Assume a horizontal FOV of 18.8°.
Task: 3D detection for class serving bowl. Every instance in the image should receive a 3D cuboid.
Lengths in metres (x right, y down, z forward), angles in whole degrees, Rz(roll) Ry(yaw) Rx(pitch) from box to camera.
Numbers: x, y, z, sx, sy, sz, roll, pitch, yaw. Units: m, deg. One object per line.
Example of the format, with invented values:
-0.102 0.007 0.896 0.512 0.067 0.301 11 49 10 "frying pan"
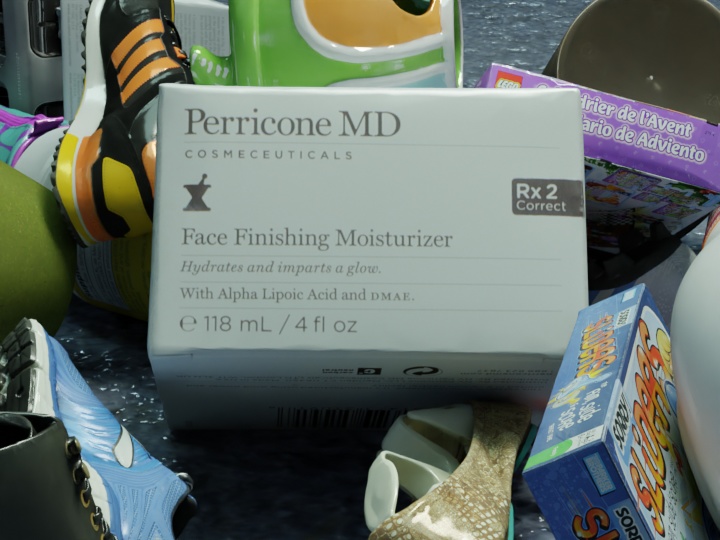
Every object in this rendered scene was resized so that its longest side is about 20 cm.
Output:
0.177 0.077 0.883 0.066 0.200 0.200 -26 9 18 "serving bowl"

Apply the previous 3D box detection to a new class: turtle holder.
-0.011 -0.103 1.153 0.132 0.186 0.141 -2 36 6 "turtle holder"

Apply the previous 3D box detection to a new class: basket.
0.169 -0.094 1.350 0.180 0.136 0.200 -29 -10 -4 "basket"

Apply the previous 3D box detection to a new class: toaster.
-0.238 -0.167 1.645 0.119 0.181 0.200 -11 21 -32 "toaster"

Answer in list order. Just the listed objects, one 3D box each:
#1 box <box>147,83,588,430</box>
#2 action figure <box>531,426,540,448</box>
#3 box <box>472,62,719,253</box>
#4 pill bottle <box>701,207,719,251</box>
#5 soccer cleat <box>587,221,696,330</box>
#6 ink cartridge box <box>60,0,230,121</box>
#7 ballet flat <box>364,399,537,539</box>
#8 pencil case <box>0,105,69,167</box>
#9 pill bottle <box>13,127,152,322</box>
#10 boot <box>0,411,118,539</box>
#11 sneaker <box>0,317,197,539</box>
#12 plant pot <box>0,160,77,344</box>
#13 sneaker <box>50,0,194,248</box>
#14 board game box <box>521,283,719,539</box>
0.000 0.000 1.055 0.199 0.131 0.200 0 -14 -2 "box"
0.181 0.073 1.059 0.200 0.065 0.099 -8 6 -27 "action figure"
0.114 -0.056 1.184 0.137 0.039 0.200 14 -10 -6 "box"
0.262 -0.019 1.302 0.109 0.110 0.200 4 17 11 "pill bottle"
0.135 0.030 1.228 0.070 0.086 0.200 -33 7 -21 "soccer cleat"
-0.108 -0.110 1.498 0.200 0.160 0.047 6 19 16 "ink cartridge box"
0.038 0.093 0.967 0.065 0.071 0.200 34 16 -3 "ballet flat"
-0.255 -0.082 1.513 0.085 0.093 0.200 -15 24 -33 "pencil case"
-0.112 -0.024 1.289 0.200 0.114 0.114 15 22 39 "pill bottle"
-0.089 0.107 0.805 0.200 0.139 0.077 -13 21 -42 "boot"
-0.126 0.096 0.949 0.089 0.079 0.200 34 14 -35 "sneaker"
-0.261 -0.010 1.169 0.200 0.187 0.187 9 9 -35 "plant pot"
-0.111 -0.099 1.231 0.090 0.070 0.200 -7 49 18 "sneaker"
0.119 0.097 0.864 0.034 0.136 0.200 -25 10 17 "board game box"
